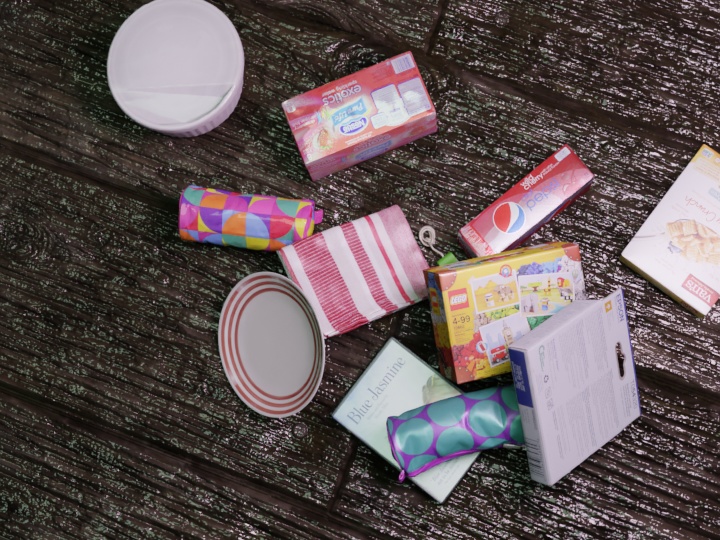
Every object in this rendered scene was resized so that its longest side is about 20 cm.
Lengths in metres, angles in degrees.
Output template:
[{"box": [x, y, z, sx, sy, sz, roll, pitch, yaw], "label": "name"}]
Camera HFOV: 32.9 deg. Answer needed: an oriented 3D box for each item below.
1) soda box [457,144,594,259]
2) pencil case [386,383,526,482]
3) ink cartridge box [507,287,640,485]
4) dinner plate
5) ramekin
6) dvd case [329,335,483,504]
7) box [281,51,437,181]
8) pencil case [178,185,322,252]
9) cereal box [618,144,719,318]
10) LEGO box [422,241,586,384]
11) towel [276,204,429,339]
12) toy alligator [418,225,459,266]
[{"box": [0.229, -0.085, 1.700, 0.200, 0.070, 0.063, -38, 78, -4], "label": "soda box"}, {"box": [0.137, 0.214, 1.622, 0.199, 0.085, 0.093, -15, 64, 2], "label": "pencil case"}, {"box": [0.281, 0.146, 1.586, 0.200, 0.043, 0.197, -29, 115, -37], "label": "ink cartridge box"}, {"box": [-0.119, 0.101, 1.670, 0.199, 0.024, 0.201, 6, 99, 40], "label": "dinner plate"}, {"box": [-0.261, -0.286, 1.772, 0.201, 0.094, 0.204, -1, 78, 4], "label": "ramekin"}, {"box": [0.078, 0.205, 1.680, 0.200, 0.018, 0.143, 37, 84, 11], "label": "dvd case"}, {"box": [0.001, -0.217, 1.734, 0.199, 0.095, 0.103, -23, 77, 0], "label": "box"}, {"box": [-0.158, -0.070, 1.727, 0.199, 0.088, 0.089, 8, 79, 5], "label": "pencil case"}, {"box": [0.474, -0.054, 1.688, 0.144, 0.040, 0.200, 36, 84, 11], "label": "cereal box"}, {"box": [0.197, 0.054, 1.625, 0.199, 0.077, 0.150, -12, 97, -14], "label": "LEGO box"}, {"box": [0.000, 0.000, 1.686, 0.199, 0.023, 0.145, -21, 77, -26], "label": "towel"}, {"box": [0.141, 0.014, 1.695, 0.059, 0.054, 0.200, -35, 78, -3], "label": "toy alligator"}]
